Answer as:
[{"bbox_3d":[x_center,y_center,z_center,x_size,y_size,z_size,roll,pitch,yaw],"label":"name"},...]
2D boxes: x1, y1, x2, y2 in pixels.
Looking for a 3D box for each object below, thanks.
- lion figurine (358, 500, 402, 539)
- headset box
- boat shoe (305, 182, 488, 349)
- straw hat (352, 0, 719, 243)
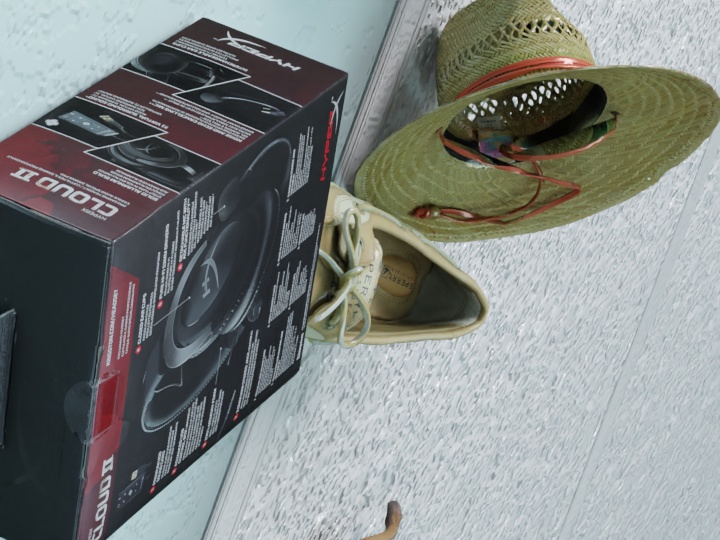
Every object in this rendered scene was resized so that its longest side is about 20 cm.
[{"bbox_3d":[-0.024,0.218,1.481,0.122,0.072,0.201,25,74,-60],"label":"lion figurine"},{"bbox_3d":[-0.092,0.009,1.053,0.200,0.077,0.149,-39,145,-51],"label":"headset box"},{"bbox_3d":[0.000,0.000,1.288,0.200,0.063,0.074,3,111,-63],"label":"boat shoe"},{"bbox_3d":[0.078,-0.092,1.352,0.201,0.200,0.085,54,23,-67],"label":"straw hat"}]
